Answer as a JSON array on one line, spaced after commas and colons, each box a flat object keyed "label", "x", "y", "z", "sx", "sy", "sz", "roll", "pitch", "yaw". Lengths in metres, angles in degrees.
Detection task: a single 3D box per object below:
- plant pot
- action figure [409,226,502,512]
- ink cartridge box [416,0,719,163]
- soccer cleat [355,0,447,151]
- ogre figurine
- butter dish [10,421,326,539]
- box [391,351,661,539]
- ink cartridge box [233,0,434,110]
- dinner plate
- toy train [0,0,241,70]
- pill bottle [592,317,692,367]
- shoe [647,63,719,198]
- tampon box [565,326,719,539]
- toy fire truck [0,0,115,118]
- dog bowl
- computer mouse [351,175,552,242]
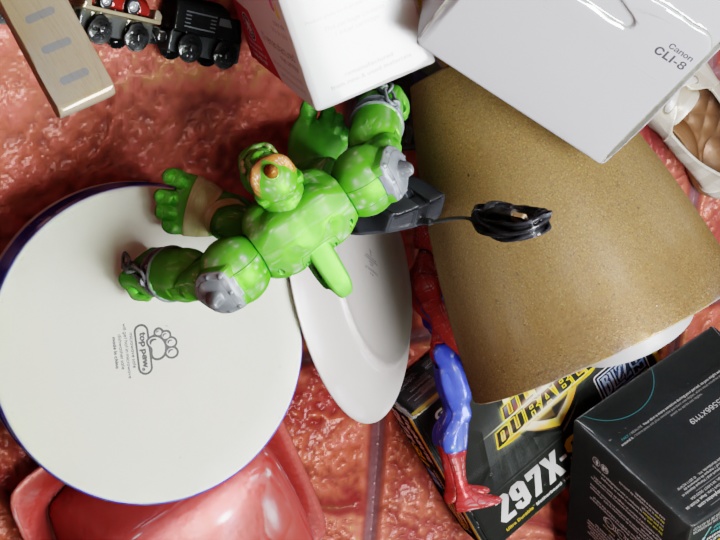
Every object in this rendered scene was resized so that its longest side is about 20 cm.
[{"label": "plant pot", "x": 0.113, "y": -0.045, "z": 1.296, "sx": 0.186, "sy": 0.186, "sz": 0.201, "roll": -27, "pitch": 92, "yaw": -20}, {"label": "action figure", "x": 0.065, "y": 0.065, "z": 1.447, "sx": 0.051, "sy": 0.065, "sz": 0.202, "roll": -13, "pitch": 96, "yaw": -3}, {"label": "ink cartridge box", "x": 0.135, "y": -0.198, "z": 1.216, "sx": 0.145, "sy": 0.201, "sz": 0.145, "roll": 31, "pitch": 127, "yaw": -16}, {"label": "soccer cleat", "x": 0.024, "y": -0.179, "z": 1.363, "sx": 0.084, "sy": 0.064, "sz": 0.202, "roll": -41, "pitch": 129, "yaw": -49}, {"label": "ogre figurine", "x": -0.043, "y": -0.037, "z": 1.200, "sx": 0.199, "sy": 0.120, "sz": 0.099, "roll": -17, "pitch": 111, "yaw": -15}, {"label": "butter dish", "x": -0.103, "y": 0.192, "z": 1.384, "sx": 0.199, "sy": 0.148, "sz": 0.201, "roll": -33, "pitch": 126, "yaw": -16}, {"label": "box", "x": 0.131, "y": 0.093, "z": 1.554, "sx": 0.200, "sy": 0.049, "sz": 0.160, "roll": -39, "pitch": 129, "yaw": -13}, {"label": "ink cartridge box", "x": -0.041, "y": -0.214, "z": 1.219, "sx": 0.085, "sy": 0.148, "sz": 0.201, "roll": -25, "pitch": 115, "yaw": -9}, {"label": "dinner plate", "x": 0.000, "y": 0.000, "z": 1.353, "sx": 0.024, "sy": 0.201, "sz": 0.201, "roll": -11, "pitch": 128, "yaw": 20}, {"label": "toy train", "x": -0.156, "y": -0.161, "z": 1.257, "sx": 0.199, "sy": 0.034, "sz": 0.046, "roll": 8, "pitch": 95, "yaw": -38}, {"label": "pill bottle", "x": 0.156, "y": -0.041, "z": 1.437, "sx": 0.116, "sy": 0.116, "sz": 0.201, "roll": -31, "pitch": 109, "yaw": -17}, {"label": "shoe", "x": 0.249, "y": -0.121, "z": 1.528, "sx": 0.070, "sy": 0.053, "sz": 0.200, "roll": -48, "pitch": 128, "yaw": -5}, {"label": "tampon box", "x": 0.255, "y": 0.176, "z": 1.579, "sx": 0.149, "sy": 0.126, "sz": 0.201, "roll": -32, "pitch": 145, "yaw": -22}, {"label": "toy fire truck", "x": -0.237, "y": -0.142, "z": 1.108, "sx": 0.176, "sy": 0.200, "sz": 0.129, "roll": -42, "pitch": 127, "yaw": -10}, {"label": "dog bowl", "x": -0.139, "y": 0.044, "z": 1.286, "sx": 0.198, "sy": 0.079, "sz": 0.202, "roll": -1, "pitch": 93, "yaw": -14}, {"label": "computer mouse", "x": 0.042, "y": -0.041, "z": 1.219, "sx": 0.058, "sy": 0.199, "sz": 0.034, "roll": -17, "pitch": 105, "yaw": -38}]
